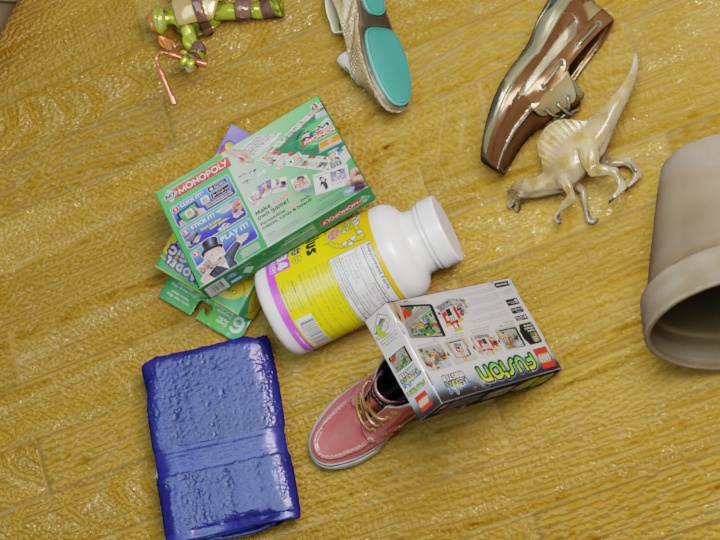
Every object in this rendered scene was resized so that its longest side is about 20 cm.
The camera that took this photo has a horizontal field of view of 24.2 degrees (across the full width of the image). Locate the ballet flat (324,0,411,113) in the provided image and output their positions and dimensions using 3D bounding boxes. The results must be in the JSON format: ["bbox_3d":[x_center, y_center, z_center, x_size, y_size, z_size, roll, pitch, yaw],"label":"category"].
[{"bbox_3d":[0.002,-0.250,1.769,0.065,0.070,0.201,-26,70,40],"label":"ballet flat"}]

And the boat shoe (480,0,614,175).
[{"bbox_3d":[0.189,-0.187,1.688,0.074,0.076,0.201,28,91,16],"label":"boat shoe"}]

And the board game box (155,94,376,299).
[{"bbox_3d":[-0.099,-0.076,1.712,0.199,0.029,0.135,-30,57,3],"label":"board game box"}]

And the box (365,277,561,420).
[{"bbox_3d":[0.102,0.072,1.609,0.035,0.199,0.111,-41,70,36],"label":"box"}]

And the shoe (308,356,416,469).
[{"bbox_3d":[0.018,0.129,1.676,0.200,0.091,0.072,-36,74,13],"label":"shoe"}]

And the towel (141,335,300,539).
[{"bbox_3d":[-0.145,0.178,1.748,0.147,0.050,0.201,-12,77,8],"label":"towel"}]

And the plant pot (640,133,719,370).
[{"bbox_3d":[0.351,-0.025,1.567,0.199,0.200,0.175,-12,60,15],"label":"plant pot"}]

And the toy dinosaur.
[{"bbox_3d":[0.228,-0.115,1.663,0.101,0.058,0.200,46,105,8],"label":"toy dinosaur"}]

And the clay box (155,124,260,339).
[{"bbox_3d":[-0.132,-0.039,1.775,0.114,0.048,0.201,28,88,20],"label":"clay box"}]

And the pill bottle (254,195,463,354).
[{"bbox_3d":[0.000,0.000,1.699,0.199,0.104,0.105,-26,75,11],"label":"pill bottle"}]

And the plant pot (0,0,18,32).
[{"bbox_3d":[-0.478,-0.280,1.854,0.199,0.200,0.175,21,105,19],"label":"plant pot"}]

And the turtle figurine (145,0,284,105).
[{"bbox_3d":[-0.165,-0.278,1.815,0.160,0.064,0.201,-16,68,6],"label":"turtle figurine"}]
